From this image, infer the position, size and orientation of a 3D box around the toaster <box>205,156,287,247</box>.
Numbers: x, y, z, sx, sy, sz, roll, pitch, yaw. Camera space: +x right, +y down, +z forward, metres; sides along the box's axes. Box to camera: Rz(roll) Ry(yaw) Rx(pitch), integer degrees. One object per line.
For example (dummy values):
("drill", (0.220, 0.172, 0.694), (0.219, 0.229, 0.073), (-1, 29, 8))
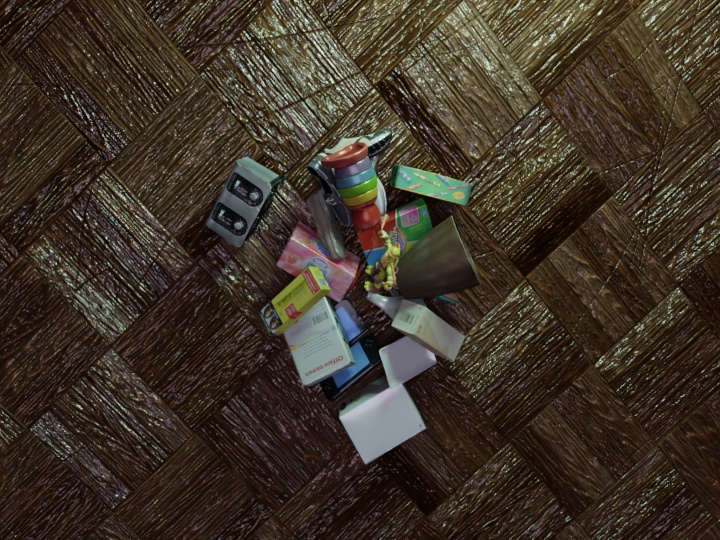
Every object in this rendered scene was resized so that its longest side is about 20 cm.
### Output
("toaster", (-0.288, -0.179, 1.569), (0.117, 0.201, 0.184), (31, 104, -6))

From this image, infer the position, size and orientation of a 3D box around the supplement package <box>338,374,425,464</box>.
("supplement package", (0.056, 0.402, 1.723), (0.196, 0.111, 0.159), (-30, 101, 1))

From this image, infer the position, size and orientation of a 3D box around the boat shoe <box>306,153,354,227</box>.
("boat shoe", (-0.078, -0.194, 1.589), (0.062, 0.072, 0.204), (-37, 108, -39))

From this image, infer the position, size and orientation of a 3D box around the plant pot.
("plant pot", (0.186, -0.011, 1.601), (0.195, 0.187, 0.191), (-25, 101, 13))

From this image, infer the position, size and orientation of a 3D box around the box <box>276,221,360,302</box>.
("box", (-0.109, -0.023, 1.630), (0.197, 0.103, 0.096), (31, 120, -8))

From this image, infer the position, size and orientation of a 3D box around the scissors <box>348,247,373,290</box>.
("scissors", (0.000, 0.000, 1.613), (0.014, 0.200, 0.074), (30, 70, -3))

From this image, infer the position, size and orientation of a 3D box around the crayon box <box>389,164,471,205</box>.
("crayon box", (0.180, -0.225, 1.623), (0.194, 0.119, 0.060), (13, 99, -7))

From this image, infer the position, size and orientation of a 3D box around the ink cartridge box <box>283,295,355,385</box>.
("ink cartridge box", (-0.117, 0.184, 1.645), (0.142, 0.083, 0.205), (-24, 75, 4))

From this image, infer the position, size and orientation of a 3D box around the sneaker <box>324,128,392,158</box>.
("sneaker", (-0.010, -0.323, 1.610), (0.196, 0.074, 0.082), (-28, 72, 3))

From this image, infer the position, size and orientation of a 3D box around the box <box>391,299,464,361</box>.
("box", (0.182, 0.161, 1.650), (0.198, 0.094, 0.079), (35, 78, -39))

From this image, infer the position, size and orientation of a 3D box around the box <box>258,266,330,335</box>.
("box", (-0.169, 0.080, 1.584), (0.199, 0.050, 0.076), (-40, 70, 21))

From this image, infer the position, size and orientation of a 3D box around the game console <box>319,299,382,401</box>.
("game console", (-0.061, 0.216, 1.680), (0.198, 0.174, 0.119), (-38, 133, 4))

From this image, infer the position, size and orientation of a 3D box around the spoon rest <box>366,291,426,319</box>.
("spoon rest", (0.100, 0.097, 1.702), (0.196, 0.060, 0.102), (27, 73, -15))

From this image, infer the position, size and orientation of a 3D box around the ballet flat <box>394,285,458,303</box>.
("ballet flat", (0.182, 0.038, 1.696), (0.194, 0.069, 0.065), (14, 85, -8))

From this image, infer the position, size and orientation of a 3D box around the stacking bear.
("stacking bear", (-0.005, -0.197, 1.537), (0.119, 0.113, 0.205), (-28, 113, -23))

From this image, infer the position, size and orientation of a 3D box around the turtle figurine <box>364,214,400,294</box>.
("turtle figurine", (0.063, -0.024, 1.574), (0.062, 0.162, 0.206), (5, 59, -23))

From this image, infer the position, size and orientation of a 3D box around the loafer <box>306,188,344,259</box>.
("loafer", (-0.092, -0.113, 1.619), (0.062, 0.072, 0.205), (-24, 65, 19))

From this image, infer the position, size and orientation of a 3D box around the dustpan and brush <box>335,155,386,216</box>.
("dustpan and brush", (0.018, -0.229, 1.650), (0.135, 0.057, 0.206), (15, 105, 2))

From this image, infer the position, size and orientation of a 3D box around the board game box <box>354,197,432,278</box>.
("board game box", (0.098, -0.084, 1.650), (0.195, 0.041, 0.156), (-23, 125, 0))

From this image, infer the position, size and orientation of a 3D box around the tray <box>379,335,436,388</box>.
("tray", (0.126, 0.235, 1.688), (0.197, 0.022, 0.111), (-20, 94, -42))
